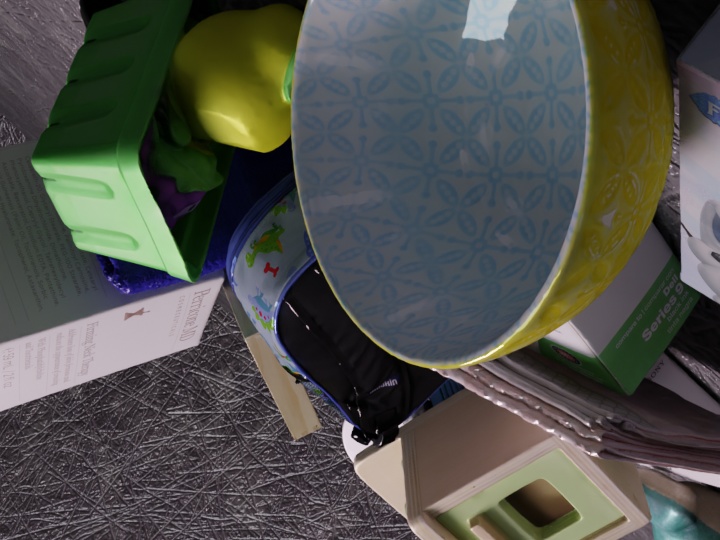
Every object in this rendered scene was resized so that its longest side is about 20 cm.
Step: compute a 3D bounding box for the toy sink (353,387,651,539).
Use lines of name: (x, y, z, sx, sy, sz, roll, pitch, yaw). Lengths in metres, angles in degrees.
toy sink: (0.107, 0.178, 0.944, 0.130, 0.200, 0.112, 46, -157, -28)

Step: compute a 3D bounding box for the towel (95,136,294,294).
towel: (-0.126, -0.071, 0.933, 0.148, 0.200, 0.050, 60, 152, 21)

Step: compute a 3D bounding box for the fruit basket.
fruit basket: (-0.104, -0.111, 0.817, 0.216, 0.216, 0.156, 33, 153, 34)

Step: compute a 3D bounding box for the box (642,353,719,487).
box: (0.233, 0.115, 0.950, 0.144, 0.036, 0.200, 41, 169, -10)

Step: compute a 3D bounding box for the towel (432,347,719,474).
towel: (0.142, 0.078, 0.761, 0.191, 0.032, 0.200, 14, -172, -41)

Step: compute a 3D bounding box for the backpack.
backpack: (0.000, 0.000, 0.868, 0.147, 0.183, 0.200, 49, -179, 41)

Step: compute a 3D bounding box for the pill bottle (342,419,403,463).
pill bottle: (0.049, 0.124, 1.194, 0.116, 0.116, 0.200, 40, -155, -4)

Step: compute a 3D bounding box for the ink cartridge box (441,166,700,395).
ink cartridge box: (0.087, -0.032, 0.684, 0.146, 0.084, 0.200, 28, 166, 50)

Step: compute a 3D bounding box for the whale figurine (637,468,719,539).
whale figurine: (0.301, 0.246, 1.038, 0.200, 0.104, 0.159, 34, 175, -35)

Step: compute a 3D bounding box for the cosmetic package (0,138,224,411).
cosmetic package: (-0.246, -0.006, 0.995, 0.166, 0.200, 0.167, 65, 156, 16)

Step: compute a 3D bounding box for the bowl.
bowl: (0.065, -0.063, 0.495, 0.108, 0.200, 0.200, -6, -161, -33)

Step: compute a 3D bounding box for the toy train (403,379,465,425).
toy train: (0.127, 0.124, 1.068, 0.200, 0.114, 0.087, 12, -129, -44)

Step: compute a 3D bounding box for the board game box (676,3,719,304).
board game box: (0.220, 0.001, 0.461, 0.200, 0.043, 0.199, 35, 170, 26)

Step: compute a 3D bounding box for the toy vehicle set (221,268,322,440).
toy vehicle set: (-0.092, 0.039, 1.021, 0.200, 0.027, 0.124, -121, 8, -52)

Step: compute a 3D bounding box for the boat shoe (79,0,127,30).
boat shoe: (-0.195, -0.189, 1.039, 0.200, 0.069, 0.057, 46, 170, 36)
